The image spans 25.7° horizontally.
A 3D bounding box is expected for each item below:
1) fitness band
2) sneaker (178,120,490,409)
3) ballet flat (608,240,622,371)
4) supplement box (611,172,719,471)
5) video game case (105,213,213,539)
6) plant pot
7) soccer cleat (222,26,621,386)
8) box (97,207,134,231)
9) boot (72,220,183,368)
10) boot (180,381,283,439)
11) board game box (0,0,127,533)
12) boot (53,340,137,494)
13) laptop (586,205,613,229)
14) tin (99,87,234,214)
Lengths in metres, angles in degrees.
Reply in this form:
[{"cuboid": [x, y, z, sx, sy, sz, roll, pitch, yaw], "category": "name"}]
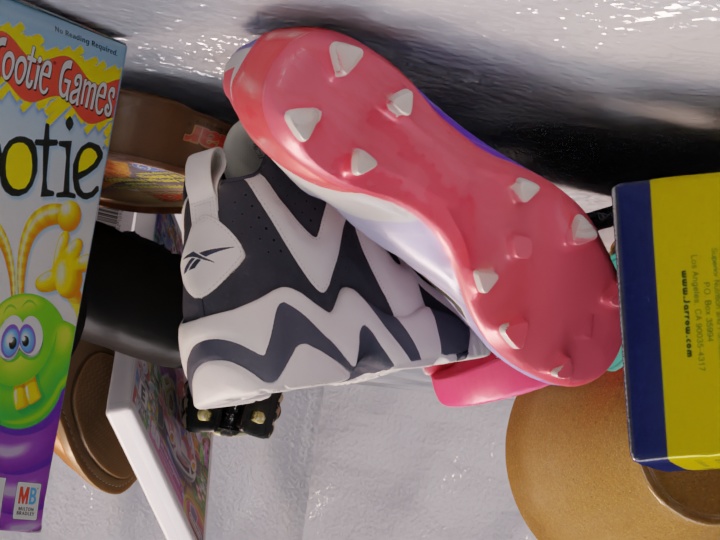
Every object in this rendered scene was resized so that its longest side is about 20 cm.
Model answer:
[{"cuboid": [0.119, 0.039, 1.004, 0.144, 0.037, 0.200, -16, -173, 24], "category": "fitness band"}, {"cuboid": [-0.011, -0.015, 0.694, 0.079, 0.130, 0.199, -14, 175, 40], "category": "sneaker"}, {"cuboid": [0.160, 0.003, 0.797, 0.068, 0.072, 0.200, 47, 168, 8], "category": "ballet flat"}, {"cuboid": [0.207, 0.018, 0.612, 0.200, 0.110, 0.109, -5, 170, 16], "category": "supplement box"}, {"cuboid": [-0.119, 0.062, 0.987, 0.018, 0.200, 0.143, -10, 131, 8], "category": "video game case"}, {"cuboid": [0.196, 0.112, 0.980, 0.186, 0.187, 0.200, 8, 173, -1], "category": "plant pot"}, {"cuboid": [0.029, -0.026, 0.620, 0.200, 0.067, 0.076, 38, 174, -28], "category": "soccer cleat"}, {"cuboid": [-0.256, -0.008, 1.101, 0.101, 0.113, 0.200, 14, 172, -37], "category": "box"}, {"cuboid": [-0.140, 0.013, 0.781, 0.162, 0.073, 0.198, 27, -172, -41], "category": "boot"}, {"cuboid": [-0.059, 0.020, 0.907, 0.073, 0.154, 0.204, 9, 173, -9], "category": "boot"}, {"cuboid": [-0.179, -0.006, 0.622, 0.105, 0.200, 0.103, 4, 172, 37], "category": "board game box"}, {"cuboid": [-0.226, 0.059, 0.953, 0.155, 0.077, 0.200, 4, 148, 35], "category": "boot"}, {"cuboid": [0.060, -0.056, 0.743, 0.200, 0.103, 0.177, -17, 179, -12], "category": "laptop"}, {"cuboid": [-0.123, -0.058, 0.788, 0.112, 0.042, 0.200, 23, 168, -37], "category": "tin"}]
